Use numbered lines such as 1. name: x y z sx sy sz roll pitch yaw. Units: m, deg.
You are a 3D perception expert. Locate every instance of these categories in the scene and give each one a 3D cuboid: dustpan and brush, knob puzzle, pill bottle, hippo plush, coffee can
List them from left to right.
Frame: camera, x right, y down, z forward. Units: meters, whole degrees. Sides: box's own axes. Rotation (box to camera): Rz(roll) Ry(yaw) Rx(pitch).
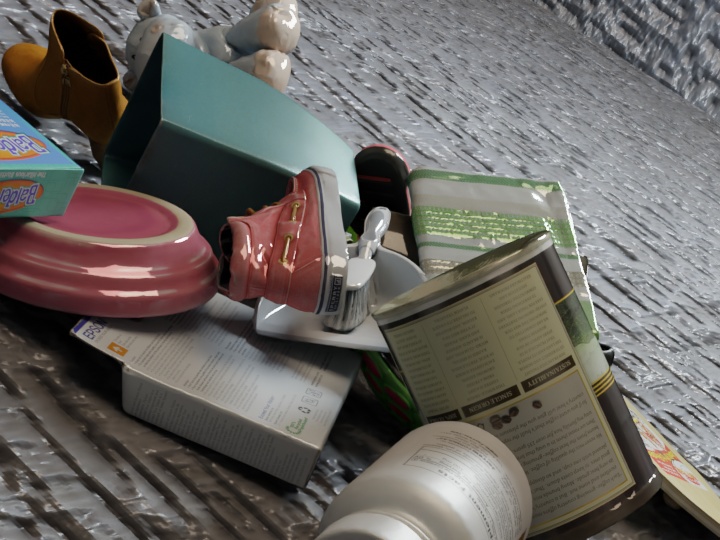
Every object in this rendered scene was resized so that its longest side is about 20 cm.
1. hippo plush: -0.163 -0.240 1.785 0.159 0.161 0.200 18 16 -17
2. dustpan and brush: 0.000 0.000 1.373 0.138 0.058 0.200 7 19 9
3. pill bottle: 0.034 0.178 1.089 0.114 0.115 0.200 32 20 12
4. coffee can: 0.114 0.092 1.229 0.202 0.145 0.146 65 22 -3
5. knob puzzle: 0.262 0.177 1.498 0.219 0.030 0.220 42 10 -9

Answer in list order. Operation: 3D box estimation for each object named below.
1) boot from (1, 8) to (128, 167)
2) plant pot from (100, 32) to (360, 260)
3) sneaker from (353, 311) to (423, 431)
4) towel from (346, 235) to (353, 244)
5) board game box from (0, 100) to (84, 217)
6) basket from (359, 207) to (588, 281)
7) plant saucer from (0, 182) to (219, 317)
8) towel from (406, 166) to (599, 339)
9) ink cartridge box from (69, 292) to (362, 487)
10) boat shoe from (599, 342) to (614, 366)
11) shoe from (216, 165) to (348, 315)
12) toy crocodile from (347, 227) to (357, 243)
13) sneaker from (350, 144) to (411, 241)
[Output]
1. boot: -0.273 -0.192 1.556 0.071 0.145 0.201 -34 61 -23
2. plant pot: -0.108 -0.080 1.459 0.198 0.142 0.142 20 34 -19
3. sneaker: 0.074 0.096 1.365 0.199 0.084 0.077 37 -21 14
4. towel: -0.109 -0.057 1.603 0.199 0.037 0.148 36 22 19
5. board game box: -0.321 -0.109 1.224 0.200 0.045 0.152 38 21 25
6. basket: 0.083 0.030 1.493 0.198 0.136 0.181 21 55 -1
7. plant saucer: -0.203 -0.022 1.289 0.198 0.051 0.201 9 19 -3
8. towel: 0.117 -0.011 1.435 0.147 0.031 0.201 5 42 -10
9. ink cartridge box: -0.107 0.073 1.271 0.198 0.041 0.200 25 19 2
10. boat shoe: 0.157 0.054 1.631 0.198 0.067 0.074 31 20 10
11. shoe: -0.064 -0.031 1.303 0.090 0.072 0.201 7 26 -10
12. toy crocodile: 0.053 -0.024 1.697 0.199 0.062 0.068 30 20 3
13. sneaker: 0.025 -0.067 1.580 0.073 0.201 0.087 13 58 13
